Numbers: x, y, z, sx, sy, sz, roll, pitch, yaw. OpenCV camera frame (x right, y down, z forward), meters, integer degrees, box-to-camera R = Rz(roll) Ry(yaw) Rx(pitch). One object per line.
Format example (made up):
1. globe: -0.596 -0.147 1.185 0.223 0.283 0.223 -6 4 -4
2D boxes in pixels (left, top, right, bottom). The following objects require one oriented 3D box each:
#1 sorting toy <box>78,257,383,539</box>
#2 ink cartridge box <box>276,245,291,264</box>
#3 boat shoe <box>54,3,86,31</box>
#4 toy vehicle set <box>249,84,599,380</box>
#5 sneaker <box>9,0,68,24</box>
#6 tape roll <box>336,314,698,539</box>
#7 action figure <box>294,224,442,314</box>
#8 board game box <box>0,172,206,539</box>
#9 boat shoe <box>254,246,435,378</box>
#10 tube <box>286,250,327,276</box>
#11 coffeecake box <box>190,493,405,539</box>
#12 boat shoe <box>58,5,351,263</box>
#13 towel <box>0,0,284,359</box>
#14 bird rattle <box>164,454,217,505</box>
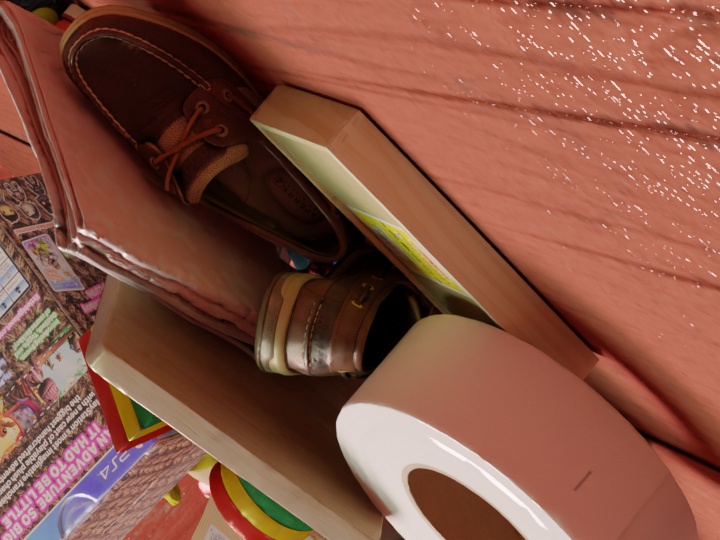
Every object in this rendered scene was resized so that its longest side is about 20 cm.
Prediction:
1. sorting toy: -0.079 0.065 1.652 0.200 0.070 0.199 37 -152 -17
2. ink cartridge box: -0.130 -0.016 1.875 0.147 0.086 0.200 17 -178 7
3. boat shoe: -0.141 -0.098 1.848 0.200 0.063 0.071 38 170 22
4. toy vehicle set: 0.033 -0.018 1.516 0.200 0.027 0.124 45 172 -23
5. sneaker: -0.226 -0.159 1.933 0.078 0.066 0.200 41 174 37
6. tape roll: 0.084 0.118 1.530 0.202 0.071 0.203 36 158 17
7. action figure: 0.000 0.000 1.743 0.065 0.052 0.200 29 168 41
8. board game box: -0.200 0.067 1.731 0.200 0.159 0.097 52 -152 13
9. boat shoe: 0.007 0.031 1.613 0.067 0.073 0.200 12 -170 20
10. tube: -0.026 -0.015 1.810 0.077 0.050 0.200 32 162 40
11. coffeecake box: 0.012 0.204 1.801 0.199 0.073 0.153 16 -169 -43
12. boat shoe: -0.083 -0.071 1.570 0.200 0.072 0.072 40 -162 -19
13. towel: -0.123 -0.049 1.613 0.200 0.032 0.192 31 -152 -45
14. bird rattle: -0.066 0.115 1.835 0.200 0.163 0.113 35 -147 -39
